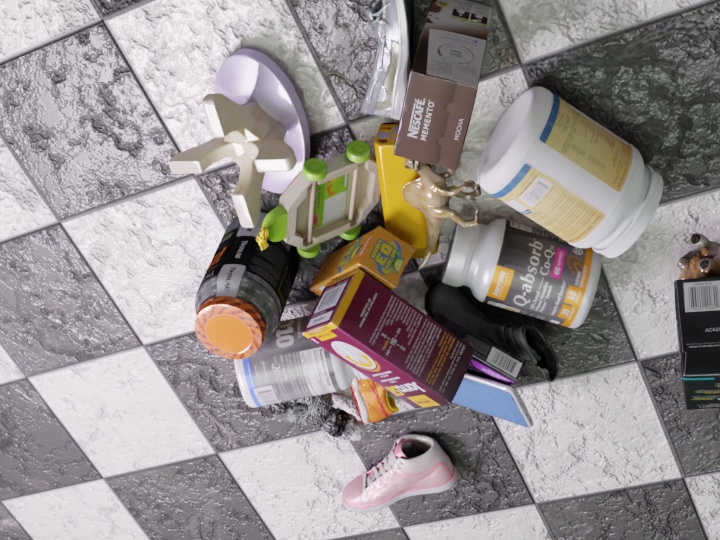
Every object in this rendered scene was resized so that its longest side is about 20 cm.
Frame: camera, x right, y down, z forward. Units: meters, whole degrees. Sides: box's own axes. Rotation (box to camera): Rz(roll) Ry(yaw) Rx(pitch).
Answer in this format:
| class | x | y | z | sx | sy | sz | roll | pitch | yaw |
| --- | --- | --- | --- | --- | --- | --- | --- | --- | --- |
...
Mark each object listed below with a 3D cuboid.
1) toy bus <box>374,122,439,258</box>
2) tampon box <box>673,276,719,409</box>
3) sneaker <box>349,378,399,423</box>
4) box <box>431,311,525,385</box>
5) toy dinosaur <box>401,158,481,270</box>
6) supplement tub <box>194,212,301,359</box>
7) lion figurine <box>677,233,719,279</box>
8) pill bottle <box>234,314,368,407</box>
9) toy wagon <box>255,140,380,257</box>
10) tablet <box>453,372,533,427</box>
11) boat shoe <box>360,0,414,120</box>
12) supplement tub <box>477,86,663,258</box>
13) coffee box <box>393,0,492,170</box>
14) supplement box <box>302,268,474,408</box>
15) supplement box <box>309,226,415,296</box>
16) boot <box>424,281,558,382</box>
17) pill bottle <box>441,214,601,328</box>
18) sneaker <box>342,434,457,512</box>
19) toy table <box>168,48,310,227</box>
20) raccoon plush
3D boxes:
| class | x | y | z | sx | sy | sz | roll | pitch | yaw |
| --- | --- | --- | --- | --- | --- | --- | --- | --- | --- |
| toy bus | 0.064 | -0.100 | 1.498 | 0.064 | 0.079 | 0.203 | 1 | 127 | 12 |
| tampon box | 0.491 | 0.097 | 1.465 | 0.147 | 0.129 | 0.200 | -4 | 160 | 16 |
| sneaker | 0.008 | 0.140 | 1.713 | 0.076 | 0.073 | 0.202 | -22 | 122 | -5 |
| box | 0.141 | 0.133 | 1.616 | 0.141 | 0.036 | 0.200 | 29 | 160 | 0 |
| toy dinosaur | 0.103 | -0.087 | 1.437 | 0.099 | 0.059 | 0.202 | 1 | 139 | 14 |
| supplement tub | -0.158 | 0.021 | 1.564 | 0.120 | 0.201 | 0.124 | 6 | 128 | 8 |
| lion figurine | 0.493 | -0.035 | 1.451 | 0.198 | 0.073 | 0.122 | -32 | 149 | 24 |
| pill bottle | -0.073 | 0.121 | 1.599 | 0.196 | 0.115 | 0.115 | -12 | 125 | 6 |
| toy wagon | -0.057 | -0.086 | 1.479 | 0.040 | 0.198 | 0.157 | 48 | 149 | 31 |
| tablet | 0.149 | 0.170 | 1.625 | 0.197 | 0.014 | 0.131 | 16 | 156 | 31 |
| boat shoe | 0.032 | -0.276 | 1.378 | 0.063 | 0.075 | 0.204 | 4 | 134 | 4 |
| supplement tub | 0.260 | -0.119 | 1.396 | 0.198 | 0.146 | 0.145 | 31 | 128 | -11 |
| coffee box | 0.098 | -0.224 | 1.318 | 0.078 | 0.201 | 0.114 | 14 | 129 | 1 |
| supplement box | 0.037 | 0.094 | 1.491 | 0.199 | 0.087 | 0.110 | 34 | 159 | -15 |
| supplement box | 0.000 | 0.000 | 1.538 | 0.068 | 0.067 | 0.199 | 34 | 158 | -14 |
| boot | 0.190 | 0.081 | 1.584 | 0.200 | 0.071 | 0.131 | 41 | 155 | -30 |
| pill bottle | 0.215 | -0.003 | 1.514 | 0.196 | 0.117 | 0.118 | 15 | 129 | 1 |
| sneaker | 0.050 | 0.322 | 1.823 | 0.197 | 0.076 | 0.106 | -17 | 126 | 15 |
| toy table | -0.148 | -0.167 | 1.458 | 0.181 | 0.118 | 0.202 | -9 | 120 | 32 |
| raccoon plush | -0.059 | 0.167 | 1.739 | 0.197 | 0.097 | 0.135 | 19 | 121 | -22 |
